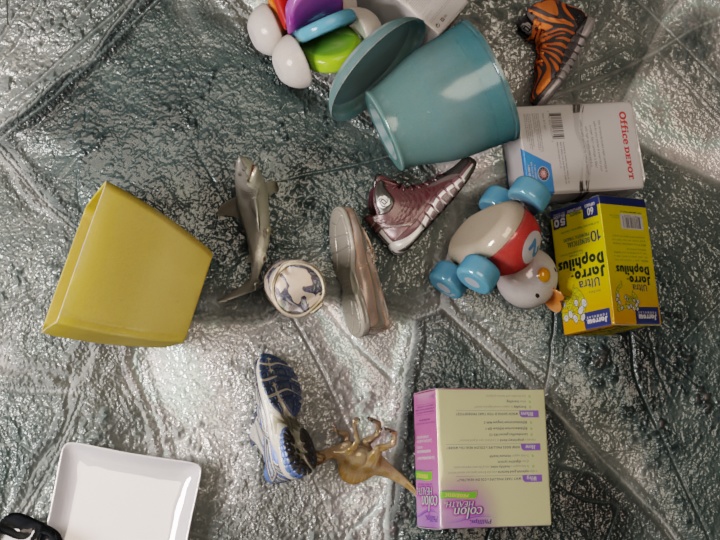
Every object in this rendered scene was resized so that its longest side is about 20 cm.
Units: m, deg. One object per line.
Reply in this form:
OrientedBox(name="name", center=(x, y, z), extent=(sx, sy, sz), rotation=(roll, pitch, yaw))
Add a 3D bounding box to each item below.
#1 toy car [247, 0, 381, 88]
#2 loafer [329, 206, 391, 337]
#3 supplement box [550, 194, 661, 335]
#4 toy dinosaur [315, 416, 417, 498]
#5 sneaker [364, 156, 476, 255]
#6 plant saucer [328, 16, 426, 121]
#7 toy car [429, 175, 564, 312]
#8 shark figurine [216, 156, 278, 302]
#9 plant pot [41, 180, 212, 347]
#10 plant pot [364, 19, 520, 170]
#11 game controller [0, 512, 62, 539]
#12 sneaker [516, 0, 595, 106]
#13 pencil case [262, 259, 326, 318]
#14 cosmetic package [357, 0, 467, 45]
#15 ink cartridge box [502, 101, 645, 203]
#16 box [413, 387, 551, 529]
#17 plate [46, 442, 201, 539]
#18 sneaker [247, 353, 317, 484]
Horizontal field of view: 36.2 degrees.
OrientedBox(name="toy car", center=(-0.072, -0.387, 1.666), extent=(0.175, 0.150, 0.200), rotation=(-25, 54, -14))
OrientedBox(name="loafer", center=(0.000, 0.000, 1.675), extent=(0.063, 0.072, 0.201), rotation=(-8, 87, -29))
OrientedBox(name="supplement box", center=(0.378, -0.005, 1.706), extent=(0.109, 0.109, 0.201), rotation=(2, 77, -35))
OrientedBox(name="toy dinosaur", center=(0.013, 0.274, 1.635), extent=(0.200, 0.058, 0.101), rotation=(22, 93, -19))
OrientedBox(name="sneaker", center=(0.084, -0.129, 1.707), extent=(0.115, 0.076, 0.200), rotation=(42, 75, 2))
OrientedBox(name="plant saucer", center=(0.020, -0.310, 1.666), extent=(0.200, 0.200, 0.027), rotation=(-41, 78, -15))
OrientedBox(name="toy car", center=(0.246, -0.007, 1.675), extent=(0.200, 0.177, 0.185), rotation=(39, 72, -14))
OrientedBox(name="shark figurine", center=(-0.177, -0.064, 1.655), extent=(0.089, 0.128, 0.215), rotation=(2, 97, 14))
OrientedBox(name="plant pot", center=(-0.321, 0.014, 1.547), extent=(0.176, 0.200, 0.201), rotation=(20, 76, -19))
OrientedBox(name="plant pot", center=(0.115, -0.251, 1.684), extent=(0.188, 0.200, 0.200), rotation=(-26, 85, -3))
OrientedBox(name="game controller", center=(-0.481, 0.433, 1.491), extent=(0.104, 0.042, 0.200), rotation=(18, 79, 26))
OrientedBox(name="sneaker", center=(0.295, -0.359, 1.799), extent=(0.112, 0.078, 0.200), rotation=(30, 64, 0))
OrientedBox(name="pencil case", center=(-0.094, 0.026, 1.576), extent=(0.089, 0.200, 0.078), rotation=(39, 85, -6))
OrientedBox(name="cosmetic package", center=(0.058, -0.443, 1.745), extent=(0.200, 0.108, 0.085), rotation=(42, 75, -3))
OrientedBox(name="ink cartridge box", center=(0.338, -0.186, 1.761), extent=(0.199, 0.084, 0.146), rotation=(-4, 79, -13))
OrientedBox(name="box", center=(0.178, 0.277, 1.626), extent=(0.175, 0.097, 0.201), rotation=(2, 78, -18))
OrientedBox(name="plate", center=(-0.339, 0.356, 1.551), extent=(0.199, 0.032, 0.201), rotation=(11, 78, -8))
OrientedBox(name="sneaker", center=(-0.132, 0.216, 1.596), extent=(0.077, 0.085, 0.200), rotation=(17, 48, -44))
